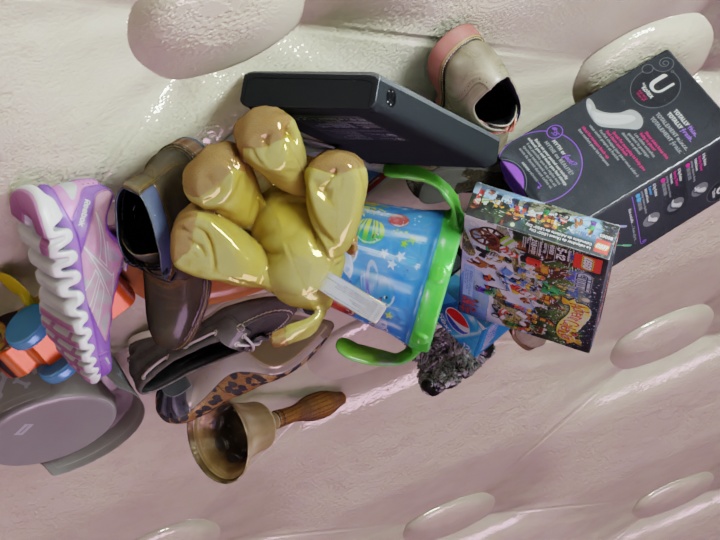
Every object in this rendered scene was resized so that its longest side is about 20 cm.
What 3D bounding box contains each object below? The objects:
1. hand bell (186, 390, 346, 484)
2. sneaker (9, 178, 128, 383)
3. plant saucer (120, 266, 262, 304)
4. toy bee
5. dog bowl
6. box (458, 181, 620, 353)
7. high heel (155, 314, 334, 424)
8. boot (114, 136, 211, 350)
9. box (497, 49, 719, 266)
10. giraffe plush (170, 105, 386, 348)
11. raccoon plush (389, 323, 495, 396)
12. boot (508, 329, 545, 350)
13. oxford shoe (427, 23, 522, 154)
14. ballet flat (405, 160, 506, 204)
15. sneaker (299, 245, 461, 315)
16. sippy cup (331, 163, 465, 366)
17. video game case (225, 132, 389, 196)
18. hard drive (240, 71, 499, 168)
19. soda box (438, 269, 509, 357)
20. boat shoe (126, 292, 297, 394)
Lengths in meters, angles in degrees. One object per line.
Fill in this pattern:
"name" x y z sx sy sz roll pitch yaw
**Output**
"hand bell" -0.090 0.170 2.106 0.200 0.104 0.104 -13 155 -45
"sneaker" -0.236 0.004 1.606 0.088 0.080 0.201 -27 125 -29
"plant saucer" -0.134 -0.013 1.717 0.199 0.038 0.200 -12 161 -4
"toy bee" -0.309 0.054 1.698 0.199 0.109 0.131 -24 124 -19
"dog bowl" -0.323 0.146 1.882 0.199 0.059 0.200 -18 153 -10
"box" 0.162 0.000 1.715 0.136 0.038 0.200 18 155 11
"high heel" -0.126 0.103 1.970 0.199 0.072 0.143 -21 167 -13
"boot" -0.180 -0.009 1.586 0.097 0.074 0.201 -36 137 -55
"box" 0.248 -0.096 1.764 0.200 0.122 0.106 -31 147 -4
"giraffe plush" -0.057 -0.045 1.577 0.172 0.200 0.162 -40 -169 10
"raccoon plush" 0.068 0.058 2.041 0.097 0.134 0.200 -37 -173 -4
"boot" 0.216 0.015 2.056 0.146 0.070 0.200 -32 153 14
"oxford shoe" 0.109 -0.140 1.653 0.070 0.075 0.200 -40 155 -4
"ballet flat" 0.119 -0.099 1.798 0.199 0.046 0.068 -7 135 -40
"sneaker" 0.000 0.000 1.869 0.199 0.075 0.115 -4 163 -35
"sippy cup" 0.020 -0.006 1.719 0.130 0.179 0.140 17 170 2
"video game case" -0.081 -0.072 1.709 0.143 0.017 0.200 -39 149 30
"hard drive" 0.011 -0.127 1.580 0.139 0.033 0.200 4 171 34
"soda box" 0.167 -0.003 1.897 0.200 0.068 0.064 -38 161 -26
"boat shoe" -0.145 0.074 1.839 0.199 0.057 0.067 -19 156 26
